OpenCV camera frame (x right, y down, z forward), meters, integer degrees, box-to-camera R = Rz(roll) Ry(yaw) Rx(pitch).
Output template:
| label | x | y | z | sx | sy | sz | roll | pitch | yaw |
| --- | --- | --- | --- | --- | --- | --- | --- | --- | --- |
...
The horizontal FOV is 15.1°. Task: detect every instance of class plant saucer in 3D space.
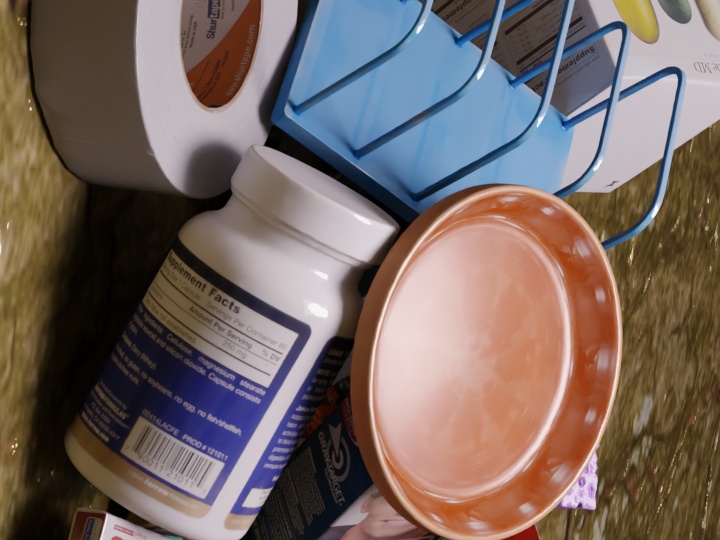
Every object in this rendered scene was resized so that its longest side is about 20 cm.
| label | x | y | z | sx | sy | sz | roll | pitch | yaw |
| --- | --- | --- | --- | --- | --- | --- | --- | --- | --- |
| plant saucer | 0.068 | 0.051 | 1.514 | 0.200 | 0.032 | 0.201 | -8 | 102 | -41 |

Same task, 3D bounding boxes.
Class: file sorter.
| label | x | y | z | sx | sy | sz | roll | pitch | yaw |
| --- | --- | --- | --- | --- | --- | --- | --- | --- | --- |
| file sorter | 0.075 | -0.106 | 1.576 | 0.200 | 0.123 | 0.139 | 35 | 49 | -25 |

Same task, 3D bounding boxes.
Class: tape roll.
| label | x | y | z | sx | sy | sz | roll | pitch | yaw |
| --- | --- | --- | --- | --- | --- | --- | --- | --- | --- |
| tape roll | -0.104 | -0.142 | 1.491 | 0.200 | 0.066 | 0.201 | 8 | 90 | -67 |

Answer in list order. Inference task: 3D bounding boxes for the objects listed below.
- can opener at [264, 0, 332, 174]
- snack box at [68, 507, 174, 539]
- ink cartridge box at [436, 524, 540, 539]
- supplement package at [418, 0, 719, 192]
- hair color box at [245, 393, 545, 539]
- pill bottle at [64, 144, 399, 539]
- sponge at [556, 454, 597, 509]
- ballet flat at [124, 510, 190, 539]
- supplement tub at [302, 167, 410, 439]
| label | x | y | z | sx | sy | sz | roll | pitch | yaw |
| --- | --- | --- | --- | --- | --- | --- | --- | --- | --- |
| can opener | -0.023 | -0.122 | 1.691 | 0.053 | 0.067 | 0.200 | 69 | 36 | -51 |
| snack box | -0.105 | 0.190 | 1.524 | 0.200 | 0.024 | 0.072 | 32 | 69 | -56 |
| ink cartridge box | 0.052 | 0.193 | 1.696 | 0.200 | 0.047 | 0.160 | -115 | -143 | -67 |
| supplement package | 0.133 | -0.173 | 1.788 | 0.152 | 0.151 | 0.200 | 0 | 64 | -45 |
| hair color box | 0.015 | 0.125 | 1.637 | 0.100 | 0.200 | 0.061 | -2 | 62 | -31 |
| pill bottle | -0.068 | 0.039 | 1.488 | 0.200 | 0.116 | 0.116 | -59 | 159 | 8 |
| sponge | 0.115 | 0.117 | 1.974 | 0.200 | 0.030 | 0.112 | 170 | -75 | -66 |
| ballet flat | -0.088 | 0.183 | 1.640 | 0.200 | 0.069 | 0.063 | 70 | 21 | -51 |
| supplement tub | 0.000 | 0.000 | 1.672 | 0.200 | 0.122 | 0.123 | -51 | 146 | -22 |
